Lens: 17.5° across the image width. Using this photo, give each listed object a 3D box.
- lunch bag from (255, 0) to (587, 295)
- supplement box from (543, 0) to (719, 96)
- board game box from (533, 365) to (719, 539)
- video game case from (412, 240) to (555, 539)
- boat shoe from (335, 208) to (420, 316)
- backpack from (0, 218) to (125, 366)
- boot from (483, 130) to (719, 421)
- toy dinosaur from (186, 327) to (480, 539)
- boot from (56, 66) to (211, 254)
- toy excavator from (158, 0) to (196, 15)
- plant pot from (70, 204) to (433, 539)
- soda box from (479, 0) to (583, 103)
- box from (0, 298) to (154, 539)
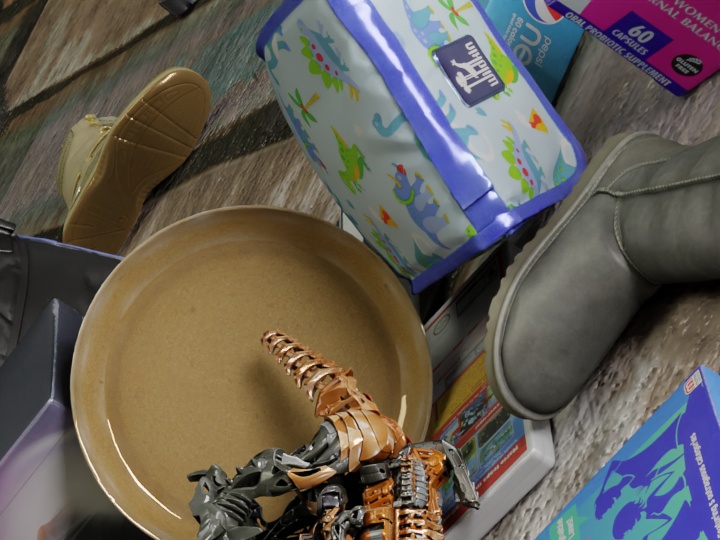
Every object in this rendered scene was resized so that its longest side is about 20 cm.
[{"bbox_3d":[0.029,-0.085,1.267,0.127,0.170,0.200,-35,-2,3],"label":"lunch bag"},{"bbox_3d":[0.202,-0.197,1.232,0.200,0.101,0.103,-38,28,44],"label":"supplement box"},{"bbox_3d":[0.110,0.158,1.011,0.200,0.045,0.152,-50,21,22],"label":"board game box"},{"bbox_3d":[0.049,0.087,1.296,0.143,0.017,0.200,-48,22,25],"label":"video game case"},{"bbox_3d":[0.000,0.000,1.437,0.071,0.072,0.200,-42,18,30],"label":"boat shoe"},{"bbox_3d":[-0.238,0.091,1.737,0.147,0.183,0.200,110,173,-53],"label":"backpack"},{"bbox_3d":[0.156,-0.004,1.127,0.200,0.073,0.182,6,68,61],"label":"boot"},{"bbox_3d":[-0.010,0.117,1.229,0.136,0.102,0.200,-30,33,6],"label":"toy dinosaur"},{"bbox_3d":[-0.210,-0.118,2.117,0.200,0.073,0.156,-58,22,16],"label":"boot"},{"bbox_3d":[-0.151,-0.347,2.301,0.200,0.100,0.195,-42,26,18],"label":"toy excavator"},{"bbox_3d":[-0.060,0.064,1.302,0.200,0.200,0.027,-61,-3,-9],"label":"plant pot"},{"bbox_3d":[0.086,-0.132,1.455,0.064,0.068,0.200,-14,47,63],"label":"soda box"},{"bbox_3d":[-0.158,0.162,1.408,0.200,0.198,0.123,-51,21,20],"label":"box"}]
